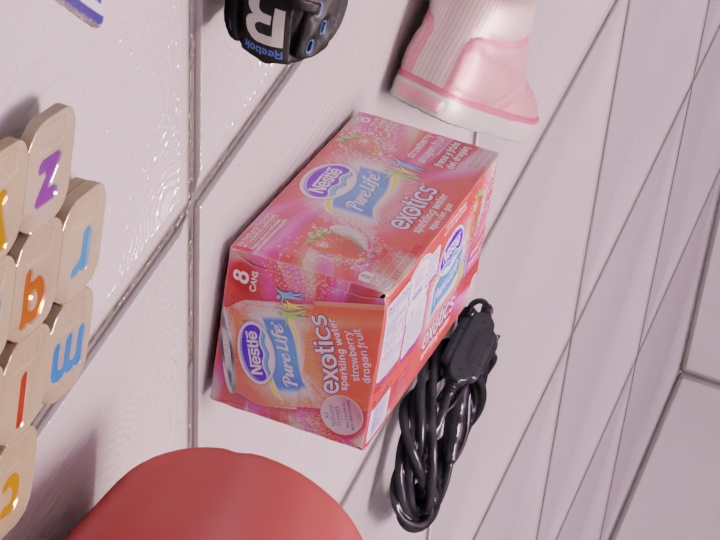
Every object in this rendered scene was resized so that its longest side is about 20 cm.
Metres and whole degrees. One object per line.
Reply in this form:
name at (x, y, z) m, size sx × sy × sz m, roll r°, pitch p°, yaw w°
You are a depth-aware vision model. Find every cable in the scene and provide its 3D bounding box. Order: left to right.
cable at (0.060, 0.128, 1.749) m, size 0.164 × 0.051 × 0.200 m, roll 99°, pitch 13°, yaw -49°

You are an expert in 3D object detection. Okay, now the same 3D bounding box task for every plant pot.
plant pot at (-0.079, 0.188, 1.002) m, size 0.178 × 0.200 × 0.201 m, roll -69°, pitch 169°, yaw -55°

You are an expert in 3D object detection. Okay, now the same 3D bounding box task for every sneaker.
sneaker at (-0.035, -0.142, 0.967) m, size 0.200 × 0.073 × 0.112 m, roll -35°, pitch 139°, yaw -70°
sneaker at (0.085, -0.144, 1.427) m, size 0.105 × 0.075 × 0.200 m, roll -68°, pitch 163°, yaw 7°

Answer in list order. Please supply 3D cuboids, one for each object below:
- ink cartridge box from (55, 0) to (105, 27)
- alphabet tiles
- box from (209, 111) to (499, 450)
ink cartridge box at (-0.093, -0.191, 0.698) m, size 0.200 × 0.040 × 0.201 m, roll 32°, pitch 74°, yaw -85°
alphabet tiles at (-0.153, 0.039, 0.856) m, size 0.200 × 0.015 × 0.196 m, roll -48°, pitch 152°, yaw -59°
box at (0.000, 0.000, 1.236) m, size 0.200 × 0.094 × 0.103 m, roll -51°, pitch 155°, yaw -56°
